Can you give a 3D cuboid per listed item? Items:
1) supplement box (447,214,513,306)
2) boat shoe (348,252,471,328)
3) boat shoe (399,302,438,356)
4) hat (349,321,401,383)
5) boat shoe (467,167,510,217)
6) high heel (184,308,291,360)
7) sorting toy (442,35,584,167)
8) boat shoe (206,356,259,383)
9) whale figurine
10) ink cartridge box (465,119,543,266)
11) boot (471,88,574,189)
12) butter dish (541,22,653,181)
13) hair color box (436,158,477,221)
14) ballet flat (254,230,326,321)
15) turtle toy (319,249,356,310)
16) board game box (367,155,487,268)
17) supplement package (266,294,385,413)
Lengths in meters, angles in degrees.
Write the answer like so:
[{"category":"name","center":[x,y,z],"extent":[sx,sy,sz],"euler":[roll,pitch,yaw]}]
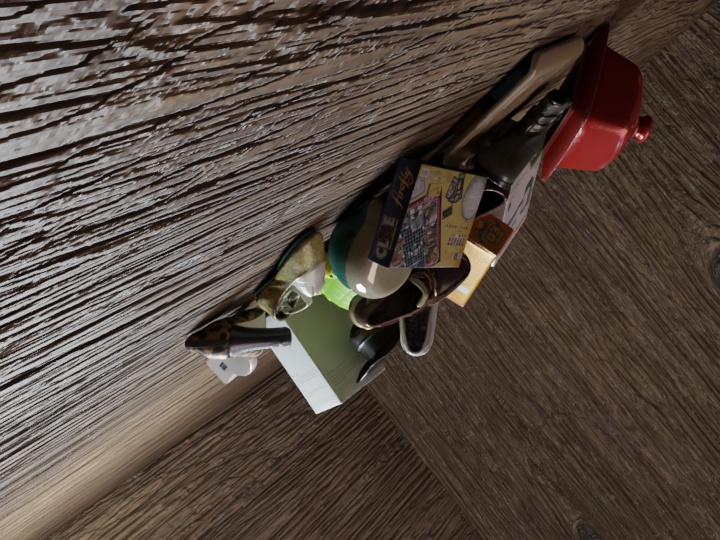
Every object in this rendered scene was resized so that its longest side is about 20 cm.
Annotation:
[{"category":"supplement box","center":[0.183,-0.017,1.373],"extent":[0.067,0.069,0.200],"euler":[-53,170,-26]},{"category":"boat shoe","center":[0.082,0.030,1.192],"extent":[0.199,0.072,0.072],"euler":[-23,-167,-17]},{"category":"boat shoe","center":[0.086,0.032,1.268],"extent":[0.069,0.072,0.201],"euler":[-5,103,-86]},{"category":"hat","center":[0.035,0.092,1.398],"extent":[0.201,0.081,0.201],"euler":[-48,178,-2]},{"category":"boat shoe","center":[0.123,-0.100,1.227],"extent":[0.199,0.070,0.070],"euler":[-19,-147,22]},{"category":"high heel","center":[-0.198,0.091,1.173],"extent":[0.142,0.072,0.200],"euler":[-1,179,-27]},{"category":"sorting toy","center":[0.205,-0.235,1.135],"extent":[0.200,0.036,0.185],"euler":[-48,171,39]},{"category":"boat shoe","center":[-0.193,0.126,1.386],"extent":[0.093,0.075,0.200],"euler":[-44,-174,-27]},{"category":"whale figurine","center":[0.031,-0.062,1.137],"extent":[0.200,0.104,0.159],"euler":[-59,147,-9]},{"category":"ink cartridge box","center":[0.232,-0.130,1.401],"extent":[0.146,0.084,0.200],"euler":[-51,156,-35]},{"category":"boot","center":[0.233,-0.197,1.171],"extent":[0.131,0.068,0.200],"euler":[-54,173,31]},{"category":"butter dish","center":[0.385,-0.242,1.304],"extent":[0.200,0.147,0.201],"euler":[112,-3,-65]},{"category":"hair color box","center":[0.100,-0.081,1.318],"extent":[0.200,0.101,0.061],"euler":[-41,-165,27]},{"category":"ballet flat","center":[-0.081,0.014,1.089],"extent":[0.071,0.071,0.200],"euler":[-36,175,-34]},{"category":"turtle toy","center":[0.000,0.000,1.277],"extent":[0.101,0.146,0.200],"euler":[-61,-172,-28]},{"category":"board game box","center":[0.093,-0.071,1.090],"extent":[0.200,0.035,0.136],"euler":[0,110,-58]},{"category":"supplement package","center":[-0.073,0.136,1.495],"extent":[0.117,0.200,0.117],"euler":[-35,180,-32]}]
